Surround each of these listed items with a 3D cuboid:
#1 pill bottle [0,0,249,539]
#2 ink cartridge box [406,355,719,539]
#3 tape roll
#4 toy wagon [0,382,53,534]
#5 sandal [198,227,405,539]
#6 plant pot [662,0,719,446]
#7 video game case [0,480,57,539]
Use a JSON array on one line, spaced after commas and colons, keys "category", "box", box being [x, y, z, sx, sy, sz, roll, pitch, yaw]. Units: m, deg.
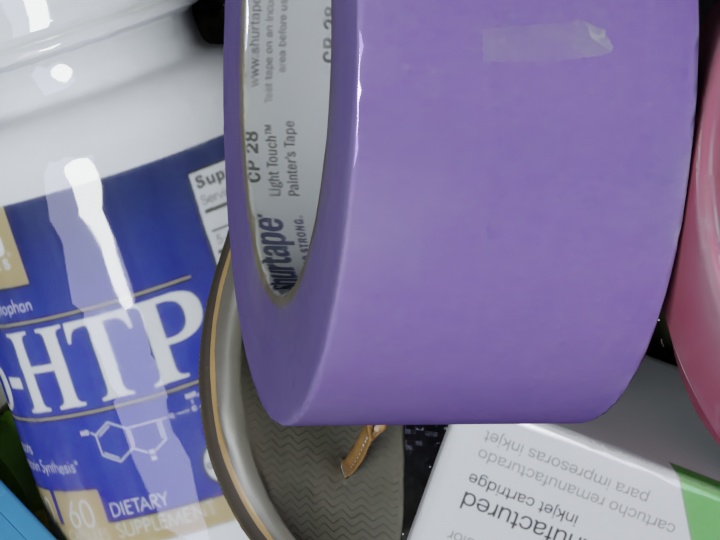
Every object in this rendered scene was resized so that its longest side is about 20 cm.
[{"category": "pill bottle", "box": [-0.072, -0.011, 0.882, 0.119, 0.120, 0.201, -14, 100, 27]}, {"category": "ink cartridge box", "box": [0.075, 0.134, 0.867, 0.144, 0.084, 0.201, 21, 114, 4]}, {"category": "tape roll", "box": [0.019, -0.059, 0.710, 0.084, 0.200, 0.201, 0, 110, -13]}, {"category": "toy wagon", "box": [-0.171, 0.026, 0.949, 0.200, 0.040, 0.155, 41, 149, 7]}, {"category": "sandal", "box": [0.000, 0.000, 0.825, 0.054, 0.081, 0.201, 0, 79, 47]}, {"category": "plant pot", "box": [0.165, -0.004, 0.723, 0.199, 0.179, 0.201, 1, 79, -7]}, {"category": "video game case", "box": [-0.150, 0.106, 0.948, 0.143, 0.018, 0.200, 46, 154, 6]}]
